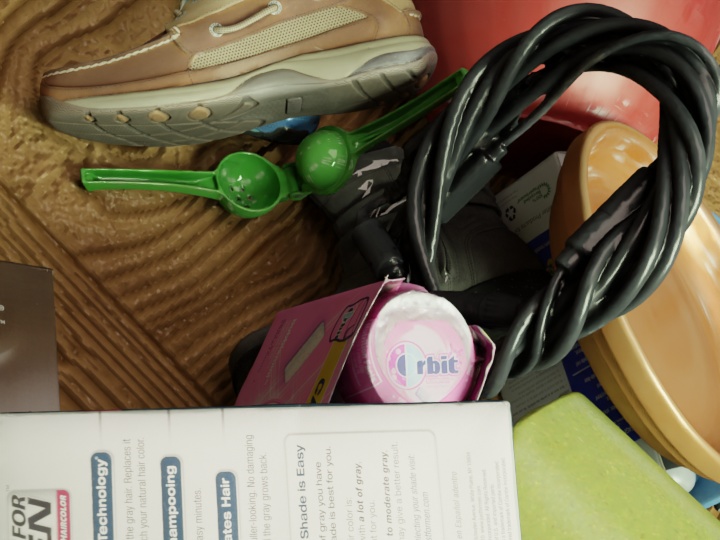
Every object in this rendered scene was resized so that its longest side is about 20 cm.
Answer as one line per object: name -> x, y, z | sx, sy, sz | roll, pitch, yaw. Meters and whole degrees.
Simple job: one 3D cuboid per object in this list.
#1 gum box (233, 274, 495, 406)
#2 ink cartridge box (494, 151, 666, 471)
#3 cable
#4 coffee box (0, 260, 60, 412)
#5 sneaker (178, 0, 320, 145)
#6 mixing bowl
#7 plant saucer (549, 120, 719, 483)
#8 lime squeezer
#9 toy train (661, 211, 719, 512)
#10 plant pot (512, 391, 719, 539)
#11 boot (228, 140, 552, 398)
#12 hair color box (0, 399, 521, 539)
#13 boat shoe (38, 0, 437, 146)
gum box -> -0.023, 0.101, 0.795 | 0.066, 0.113, 0.200 | 31, 69, -19
ink cartridge box -> 0.114, 0.045, 0.989 | 0.037, 0.095, 0.200 | 3, 63, -39
cable -> 0.083, -0.035, 0.846 | 0.051, 0.200, 0.163 | 34, 29, -40
coffee box -> -0.187, 0.095, 0.738 | 0.114, 0.080, 0.200 | 10, 59, -34
sneaker -> -0.051, -0.163, 0.988 | 0.078, 0.090, 0.200 | 6, 65, -35
mixing bowl -> 0.106, -0.116, 1.030 | 0.200, 0.200, 0.109 | 19, 72, -28
plant saucer -> 0.154, 0.020, 0.934 | 0.200, 0.037, 0.200 | 41, 34, -36
lime squeezer -> -0.038, -0.061, 0.935 | 0.200, 0.071, 0.038 | -14, 50, 2
toy train -> 0.167, 0.047, 1.042 | 0.114, 0.087, 0.200 | -6, 70, -30
plant pot -> 0.110, 0.167, 0.868 | 0.200, 0.200, 0.184 | -25, 70, -44
boot -> 0.000, 0.000, 0.957 | 0.200, 0.070, 0.132 | -12, 56, -31
hair color box -> -0.042, 0.104, 0.690 | 0.200, 0.061, 0.100 | 0, 75, -14
boat shoe -> -0.064, -0.110, 0.921 | 0.200, 0.076, 0.072 | -10, 80, -12
